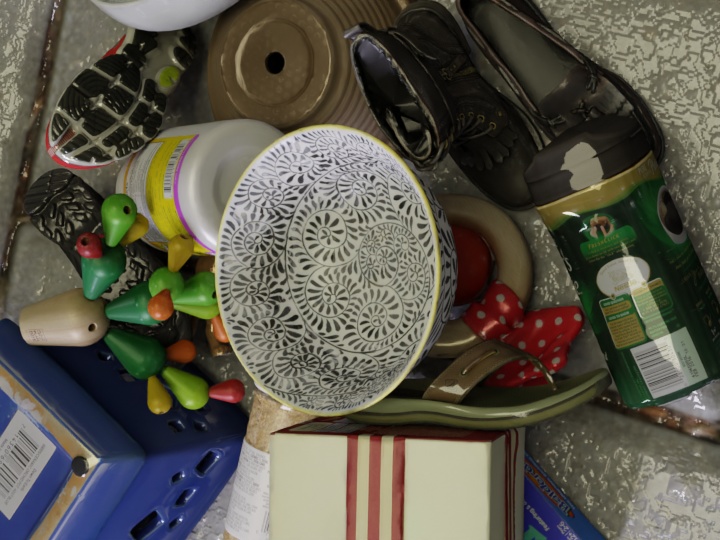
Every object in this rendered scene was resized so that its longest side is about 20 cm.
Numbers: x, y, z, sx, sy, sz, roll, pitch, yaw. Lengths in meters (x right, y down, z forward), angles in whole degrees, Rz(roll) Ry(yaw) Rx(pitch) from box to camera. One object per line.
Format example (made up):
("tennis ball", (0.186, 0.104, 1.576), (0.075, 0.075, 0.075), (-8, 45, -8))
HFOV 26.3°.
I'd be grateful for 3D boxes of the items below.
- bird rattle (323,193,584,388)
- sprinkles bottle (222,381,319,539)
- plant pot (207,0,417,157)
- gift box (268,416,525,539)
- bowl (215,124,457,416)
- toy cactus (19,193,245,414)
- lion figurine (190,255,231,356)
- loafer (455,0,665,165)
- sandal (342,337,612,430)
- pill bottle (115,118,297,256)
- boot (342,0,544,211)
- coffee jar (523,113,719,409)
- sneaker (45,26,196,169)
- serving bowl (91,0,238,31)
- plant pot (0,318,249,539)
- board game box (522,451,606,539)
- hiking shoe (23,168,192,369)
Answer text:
("bird rattle", (0.071, 0.019, 1.180), (0.199, 0.113, 0.164), (-2, 75, 22))
("sprinkles bottle", (-0.070, 0.168, 1.262), (0.068, 0.068, 0.201), (17, 99, 23))
("plant pot", (-0.048, -0.161, 1.229), (0.200, 0.093, 0.202), (1, 92, 26))
("gift box", (0.019, 0.203, 1.114), (0.199, 0.184, 0.188), (-1, 89, 19))
("bowl", (0.000, 0.000, 1.096), (0.200, 0.094, 0.202), (0, 90, 38))
("toy cactus", (-0.182, 0.038, 1.187), (0.164, 0.200, 0.102), (-10, 43, 15))
("lion figurine", (-0.082, 0.003, 1.259), (0.199, 0.072, 0.123), (-9, 89, 26))
("loafer", (0.142, -0.142, 1.156), (0.200, 0.063, 0.072), (48, 110, 16))
("sandal", (0.076, 0.077, 1.091), (0.200, 0.080, 0.058), (-1, 97, 16))
("pill bottle", (-0.127, -0.064, 1.221), (0.200, 0.104, 0.105), (5, 95, 62))
("boot", (0.060, -0.104, 1.118), (0.069, 0.174, 0.200), (-33, 100, 22))
("coffee jar", (0.190, -0.010, 1.095), (0.085, 0.104, 0.201), (-22, 95, 25))
("sneaker", (-0.199, -0.136, 1.260), (0.077, 0.200, 0.085), (43, 132, -11))
("serving bowl", (-0.124, -0.261, 1.238), (0.200, 0.066, 0.200), (-22, 41, 21))
("plant pot", (-0.242, 0.153, 1.281), (0.200, 0.180, 0.200), (41, 108, 19))
("board game box", (0.074, 0.228, 1.211), (0.152, 0.045, 0.200), (47, 110, 16))
("hiking shoe", (-0.197, 0.000, 1.302), (0.076, 0.101, 0.200), (-37, 78, 8))
